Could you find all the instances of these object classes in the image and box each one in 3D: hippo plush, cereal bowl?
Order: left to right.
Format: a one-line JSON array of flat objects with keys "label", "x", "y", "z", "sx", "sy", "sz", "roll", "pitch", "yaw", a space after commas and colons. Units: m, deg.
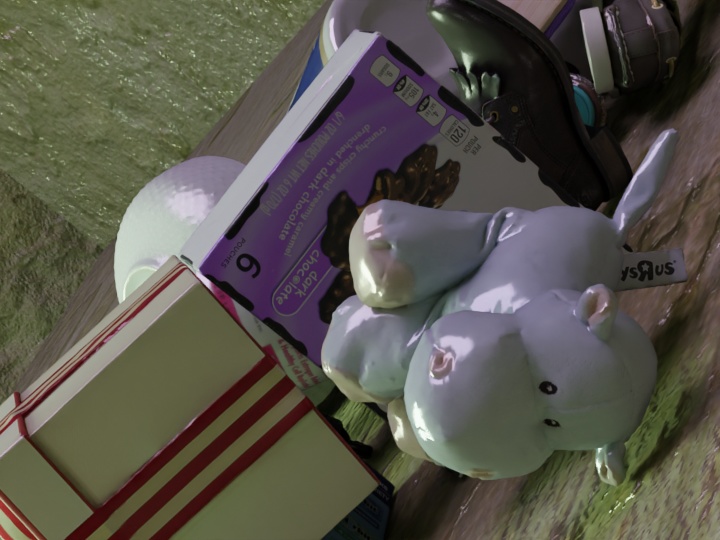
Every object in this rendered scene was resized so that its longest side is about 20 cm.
[{"label": "cereal bowl", "x": -0.107, "y": 0.025, "z": 1.678, "sx": 0.083, "sy": 0.201, "sz": 0.200, "roll": -28, "pitch": -6, "yaw": -36}, {"label": "hippo plush", "x": 0.087, "y": 0.052, "z": 1.169, "sx": 0.198, "sy": 0.160, "sz": 0.161, "roll": -12, "pitch": 30, "yaw": -6}]

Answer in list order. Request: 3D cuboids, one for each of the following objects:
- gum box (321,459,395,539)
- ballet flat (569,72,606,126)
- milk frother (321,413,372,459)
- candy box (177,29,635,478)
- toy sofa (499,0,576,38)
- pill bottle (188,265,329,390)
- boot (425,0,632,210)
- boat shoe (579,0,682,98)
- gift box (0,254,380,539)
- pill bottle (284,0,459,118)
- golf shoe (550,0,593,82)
[{"label": "gum box", "x": -0.057, "y": 0.216, "z": 1.404, "sx": 0.170, "sy": 0.044, "sz": 0.200, "roll": -47, "pitch": 11, "yaw": 21}, {"label": "ballet flat", "x": 0.113, "y": -0.075, "z": 1.646, "sx": 0.075, "sy": 0.068, "sz": 0.200, "roll": -23, "pitch": -18, "yaw": -49}, {"label": "milk frother", "x": -0.108, "y": 0.173, "z": 1.586, "sx": 0.180, "sy": 0.199, "sz": 0.190, "roll": -13, "pitch": -67, "yaw": -52}, {"label": "candy box", "x": 0.027, "y": -0.010, "z": 1.363, "sx": 0.168, "sy": 0.200, "sz": 0.072, "roll": -52, "pitch": 15, "yaw": -3}, {"label": "toy sofa", "x": 0.135, "y": -0.211, "z": 1.610, "sx": 0.200, "sy": 0.098, "sz": 0.083, "roll": -54, "pitch": -27, "yaw": 18}, {"label": "pill bottle", "x": 0.000, "y": 0.000, "z": 1.537, "sx": 0.199, "sy": 0.114, "sz": 0.113, "roll": -24, "pitch": 13, "yaw": 5}, {"label": "boot", "x": 0.062, "y": -0.052, "z": 1.429, "sx": 0.174, "sy": 0.200, "sz": 0.069, "roll": -47, "pitch": 22, "yaw": -13}, {"label": "boat shoe", "x": 0.183, "y": -0.153, "z": 1.576, "sx": 0.060, "sy": 0.073, "sz": 0.202, "roll": -12, "pitch": 6, "yaw": 11}, {"label": "gift box", "x": -0.115, "y": 0.120, "z": 1.393, "sx": 0.187, "sy": 0.185, "sz": 0.200, "roll": -42, "pitch": 6, "yaw": -5}, {"label": "pill bottle", "x": 0.006, "y": -0.098, "z": 1.608, "sx": 0.111, "sy": 0.111, "sz": 0.200, "roll": -59, "pitch": -3, "yaw": -36}, {"label": "golf shoe", "x": 0.130, "y": -0.126, "z": 1.721, "sx": 0.200, "sy": 0.077, "sz": 0.095, "roll": -56, "pitch": 14, "yaw": 43}]
